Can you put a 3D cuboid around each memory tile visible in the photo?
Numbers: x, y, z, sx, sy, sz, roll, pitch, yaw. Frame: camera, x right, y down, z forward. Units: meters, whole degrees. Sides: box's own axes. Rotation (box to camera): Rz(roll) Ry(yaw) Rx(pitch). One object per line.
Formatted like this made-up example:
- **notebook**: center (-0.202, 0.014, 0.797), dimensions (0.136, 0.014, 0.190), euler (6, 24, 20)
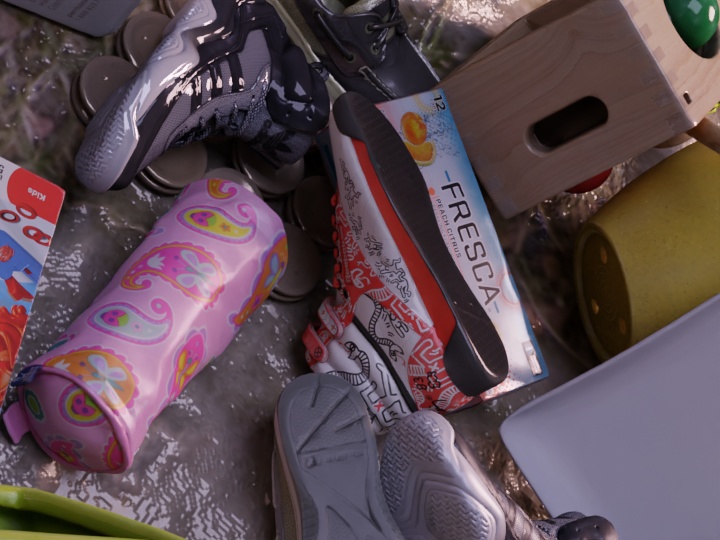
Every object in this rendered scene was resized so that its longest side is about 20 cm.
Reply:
- **memory tile**: center (-0.078, -0.086, 1.531), dimensions (0.200, 0.017, 0.153), euler (45, 50, -11)

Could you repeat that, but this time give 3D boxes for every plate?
- **plate**: center (0.219, 0.127, 1.546), dimensions (0.200, 0.200, 0.032), euler (58, 8, -11)

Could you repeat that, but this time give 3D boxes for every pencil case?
- **pencil case**: center (-0.121, 0.031, 1.401), dimensions (0.087, 0.087, 0.200), euler (46, 50, -9)

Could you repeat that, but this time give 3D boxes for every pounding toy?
- **pounding toy**: center (0.178, -0.117, 1.586), dimensions (0.142, 0.200, 0.184), euler (59, 35, -8)

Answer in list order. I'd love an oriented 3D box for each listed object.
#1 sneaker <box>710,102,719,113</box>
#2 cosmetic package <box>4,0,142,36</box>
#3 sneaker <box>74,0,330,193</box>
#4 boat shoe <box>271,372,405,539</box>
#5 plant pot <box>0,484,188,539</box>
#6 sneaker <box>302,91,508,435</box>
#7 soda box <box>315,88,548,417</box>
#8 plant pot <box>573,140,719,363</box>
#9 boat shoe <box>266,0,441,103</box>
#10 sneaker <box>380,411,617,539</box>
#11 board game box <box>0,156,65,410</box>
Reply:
- **sneaker**: center (0.253, -0.160, 1.776), dimensions (0.200, 0.074, 0.084), euler (-22, 85, -50)
- **cosmetic package**: center (-0.177, -0.283, 1.454), dimensions (0.166, 0.167, 0.200), euler (19, 59, -27)
- **sneaker**: center (-0.085, -0.095, 1.468), dimensions (0.114, 0.075, 0.200), euler (41, 48, -10)
- **boat shoe**: center (-0.016, 0.163, 1.425), dimensions (0.074, 0.065, 0.202), euler (-8, 72, -16)
- **plant pot**: center (-0.213, 0.198, 1.163), dimensions (0.200, 0.199, 0.182), euler (10, 89, -33)
- **sneaker**: center (0.000, 0.001, 1.477), dimensions (0.201, 0.108, 0.067), euler (64, 24, 4)
- **soda box**: center (0.044, -0.010, 1.538), dimensions (0.068, 0.064, 0.200), euler (-17, 86, -43)
- **plant pot**: center (0.226, 0.006, 1.614), dimensions (0.142, 0.200, 0.200), euler (-11, 74, -15)
- **boat shoe**: center (-0.007, -0.164, 1.586), dimensions (0.201, 0.066, 0.072), euler (45, 44, -11)
- **sneaker**: center (0.089, 0.161, 1.479), dimensions (0.114, 0.075, 0.200), euler (-36, 105, -45)
- **board game box**: center (-0.278, 0.003, 1.314), dimensions (0.200, 0.056, 0.196), euler (27, 55, -23)
